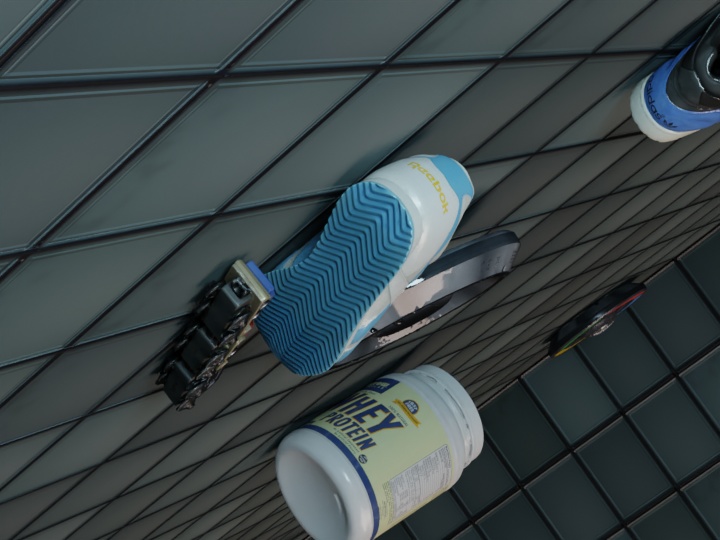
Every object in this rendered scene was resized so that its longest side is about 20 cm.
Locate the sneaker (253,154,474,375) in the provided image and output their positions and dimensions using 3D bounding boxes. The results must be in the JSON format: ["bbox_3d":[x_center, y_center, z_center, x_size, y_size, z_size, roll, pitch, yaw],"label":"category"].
[{"bbox_3d":[0.000,0.000,1.148,0.081,0.077,0.200,-30,171,-41],"label":"sneaker"}]

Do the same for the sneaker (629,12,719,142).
[{"bbox_3d":[0.308,-0.165,1.408,0.200,0.077,0.111,-23,175,-29],"label":"sneaker"}]

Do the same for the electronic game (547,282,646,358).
[{"bbox_3d":[0.397,0.084,3.097,0.200,0.042,0.200,-34,171,-6],"label":"electronic game"}]

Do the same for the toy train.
[{"bbox_3d":[-0.089,0.041,1.160,0.046,0.034,0.200,-35,172,-26],"label":"toy train"}]

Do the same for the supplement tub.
[{"bbox_3d":[0.022,0.201,2.015,0.200,0.145,0.145,-30,169,-33],"label":"supplement tub"}]

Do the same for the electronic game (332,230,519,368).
[{"bbox_3d":[0.034,0.022,1.435,0.200,0.042,0.200,-27,172,-4],"label":"electronic game"}]
